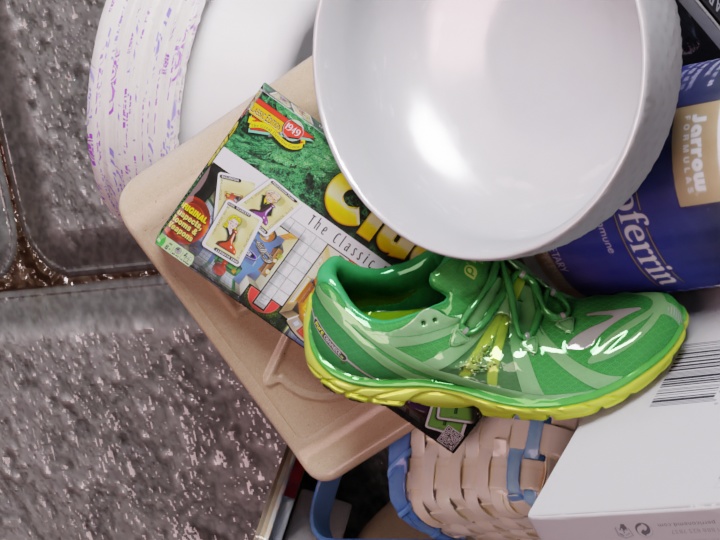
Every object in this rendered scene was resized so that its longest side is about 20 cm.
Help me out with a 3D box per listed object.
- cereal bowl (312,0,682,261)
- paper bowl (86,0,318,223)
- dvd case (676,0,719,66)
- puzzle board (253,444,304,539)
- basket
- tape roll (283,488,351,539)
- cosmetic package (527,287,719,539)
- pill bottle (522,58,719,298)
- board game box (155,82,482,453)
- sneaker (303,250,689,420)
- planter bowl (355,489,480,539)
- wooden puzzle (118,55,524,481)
[{"bbox_3d":[0.076,-0.105,1.127,0.199,0.083,0.201,2,94,38],"label":"cereal bowl"},{"bbox_3d":[-0.069,-0.112,1.324,0.104,0.201,0.202,15,113,20],"label":"paper bowl"},{"bbox_3d":[0.138,-0.117,1.225,0.150,0.025,0.200,-11,136,43],"label":"dvd case"},{"bbox_3d":[-0.058,0.175,1.449,0.017,0.200,0.151,17,118,1],"label":"puzzle board"},{"bbox_3d":[0.064,0.085,1.330,0.199,0.139,0.177,5,74,39],"label":"basket"},{"bbox_3d":[-0.051,0.240,1.455,0.037,0.203,0.204,17,118,0],"label":"tape roll"},{"bbox_3d":[0.210,0.131,1.178,0.122,0.200,0.201,-9,121,39],"label":"cosmetic package"},{"bbox_3d":[0.182,-0.050,1.166,0.199,0.115,0.116,-9,98,40],"label":"pill bottle"},{"bbox_3d":[0.000,0.000,1.219,0.200,0.023,0.105,35,102,-6],"label":"board game box"},{"bbox_3d":[0.067,0.026,1.160,0.199,0.074,0.084,-1,122,9],"label":"sneaker"},{"bbox_3d":[0.055,0.232,1.408,0.199,0.134,0.201,13,112,34],"label":"planter bowl"},{"bbox_3d":[-0.005,-0.012,1.251,0.185,0.046,0.200,-33,100,10],"label":"wooden puzzle"}]
